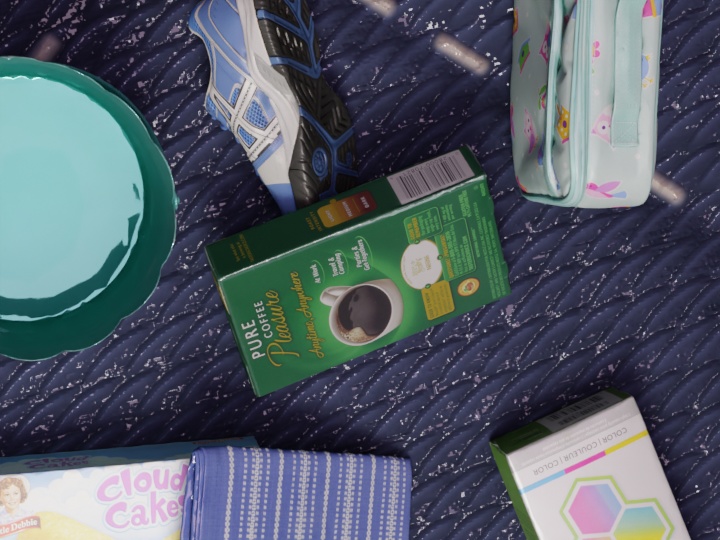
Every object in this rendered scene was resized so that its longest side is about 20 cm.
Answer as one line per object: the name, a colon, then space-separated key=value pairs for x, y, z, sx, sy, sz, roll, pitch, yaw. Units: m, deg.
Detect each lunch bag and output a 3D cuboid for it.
lunch bag: x=0.153 y=-0.144 z=1.408 sx=0.076 sy=0.160 sz=0.202 roll=-1 pitch=96 yaw=-9

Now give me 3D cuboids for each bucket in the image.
bucket: x=-0.226 y=-0.045 z=1.372 sx=0.206 sy=0.135 sz=0.209 roll=-1 pitch=96 yaw=-9

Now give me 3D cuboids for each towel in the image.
towel: x=-0.045 y=0.197 z=1.426 sx=0.199 sy=0.024 sz=0.146 roll=8 pitch=85 yaw=-42

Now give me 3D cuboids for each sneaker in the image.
sneaker: x=-0.059 y=-0.108 z=1.434 sx=0.077 sy=0.076 sz=0.201 roll=-5 pitch=109 yaw=31

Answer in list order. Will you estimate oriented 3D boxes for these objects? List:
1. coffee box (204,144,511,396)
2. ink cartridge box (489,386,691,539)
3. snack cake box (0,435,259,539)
coffee box: x=0.000 y=0.000 z=1.427 sx=0.199 sy=0.044 sz=0.123 roll=-23 pitch=135 yaw=-5
ink cartridge box: x=0.180 y=0.197 z=1.493 sx=0.103 sy=0.059 sz=0.201 roll=-23 pitch=98 yaw=-7
snack cake box: x=-0.164 y=0.184 z=1.436 sx=0.198 sy=0.067 sz=0.116 roll=-5 pitch=97 yaw=-9
